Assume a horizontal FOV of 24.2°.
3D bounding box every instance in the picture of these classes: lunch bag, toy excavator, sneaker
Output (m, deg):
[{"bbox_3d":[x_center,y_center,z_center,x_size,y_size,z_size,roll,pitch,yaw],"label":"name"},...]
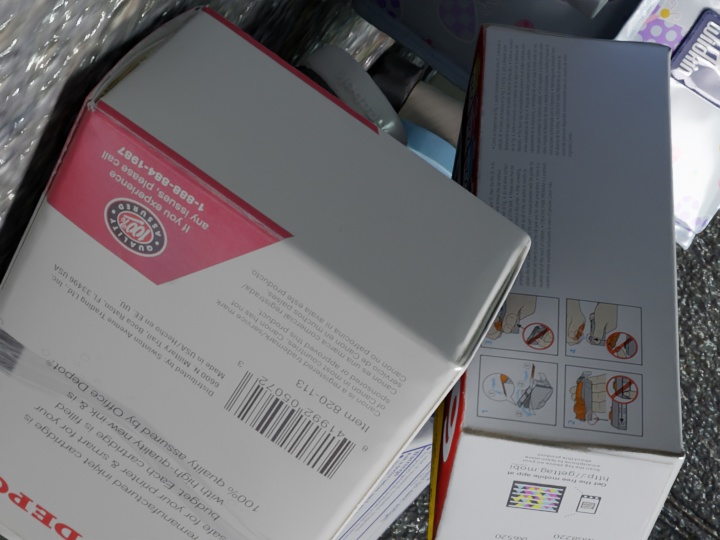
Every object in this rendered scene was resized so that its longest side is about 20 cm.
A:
[{"bbox_3d":[0.127,-0.134,0.801,0.170,0.200,0.127,-52,175,14],"label":"lunch bag"},{"bbox_3d":[0.000,0.000,1.012,0.201,0.100,0.195,-58,176,-27],"label":"toy excavator"},{"bbox_3d":[-0.049,-0.034,0.737,0.112,0.073,0.200,-37,177,-8],"label":"sneaker"}]

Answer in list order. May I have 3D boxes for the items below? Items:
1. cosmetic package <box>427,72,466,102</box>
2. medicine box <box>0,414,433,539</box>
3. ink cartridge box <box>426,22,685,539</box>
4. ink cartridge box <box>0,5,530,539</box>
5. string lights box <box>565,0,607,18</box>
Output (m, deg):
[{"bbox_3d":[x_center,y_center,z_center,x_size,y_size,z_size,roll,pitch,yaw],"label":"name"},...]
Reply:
[{"bbox_3d":[0.017,-0.029,1.159,0.200,0.087,0.103,-50,179,-23],"label":"cosmetic package"},{"bbox_3d":[-0.063,0.108,0.886,0.199,0.103,0.182,-11,149,-47],"label":"medicine box"},{"bbox_3d":[0.074,0.033,0.705,0.176,0.083,0.201,97,-1,-53],"label":"ink cartridge box"},{"bbox_3d":[-0.055,0.032,0.603,0.200,0.146,0.083,-56,179,40],"label":"ink cartridge box"},{"bbox_3d":[0.095,-0.194,0.638,0.059,0.103,0.200,-48,174,-26],"label":"string lights box"}]
